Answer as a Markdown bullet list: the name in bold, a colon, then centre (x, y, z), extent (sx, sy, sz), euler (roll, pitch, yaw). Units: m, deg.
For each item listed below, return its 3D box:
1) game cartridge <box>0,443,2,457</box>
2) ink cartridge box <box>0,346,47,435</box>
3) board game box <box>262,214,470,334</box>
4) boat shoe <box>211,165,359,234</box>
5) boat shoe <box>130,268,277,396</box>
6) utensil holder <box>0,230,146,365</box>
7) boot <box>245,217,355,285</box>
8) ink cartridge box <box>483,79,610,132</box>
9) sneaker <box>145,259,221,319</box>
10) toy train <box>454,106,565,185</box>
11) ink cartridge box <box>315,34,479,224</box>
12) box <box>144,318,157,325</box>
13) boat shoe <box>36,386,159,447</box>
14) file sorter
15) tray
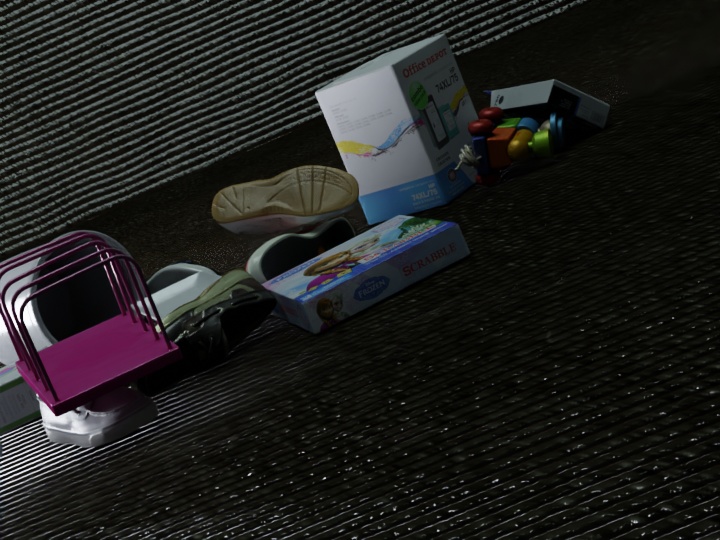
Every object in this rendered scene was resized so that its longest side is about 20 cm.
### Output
- **game cartridge**: centre (-0.480, 0.243, 1.561), extent (0.132, 0.041, 0.200), euler (-16, 13, 19)
- **ink cartridge box**: centre (-0.455, 0.168, 1.777), extent (0.198, 0.060, 0.104), euler (-26, 12, -11)
- **board game box**: centre (0.000, 0.000, 1.668), extent (0.199, 0.041, 0.199), euler (-27, 12, -14)
- **boat shoe**: centre (-0.088, -0.083, 1.866), extent (0.198, 0.072, 0.069), euler (-6, -27, 20)
- **boat shoe**: centre (-0.170, 0.072, 1.619), extent (0.066, 0.072, 0.201), euler (24, 48, 28)
- **utensil holder**: centre (-0.407, 0.045, 1.964), extent (0.169, 0.171, 0.199), euler (-32, 12, -36)
- **boot**: centre (-0.112, -0.004, 1.849), extent (0.143, 0.073, 0.199), euler (-16, 6, 35)
- **ink cartridge box**: centre (0.252, -0.224, 2.041), extent (0.099, 0.040, 0.200), euler (20, -5, -22)
- **sneaker**: centre (-0.238, 0.013, 1.996), extent (0.199, 0.074, 0.112), euler (-16, 16, 40)
- **toy train**: centre (0.200, -0.158, 1.906), extent (0.114, 0.086, 0.200), euler (-5, 17, 18)
- **ink cartridge box**: centre (0.063, -0.193, 2.003), extent (0.145, 0.202, 0.146), euler (-13, 16, 40)
- **box**: centre (-0.230, 0.085, 1.754), extent (0.136, 0.038, 0.199), euler (-32, 14, -36)
- **boat shoe**: centre (-0.282, 0.139, 1.542), extent (0.072, 0.069, 0.199), euler (-30, 14, -30)
- **file sorter**: centre (-0.294, 0.044, 1.512), extent (0.138, 0.127, 0.200), euler (-25, 18, -18)
- **tray**: centre (-0.215, 0.037, 1.785), extent (0.107, 0.022, 0.200), euler (-27, 12, -16)
